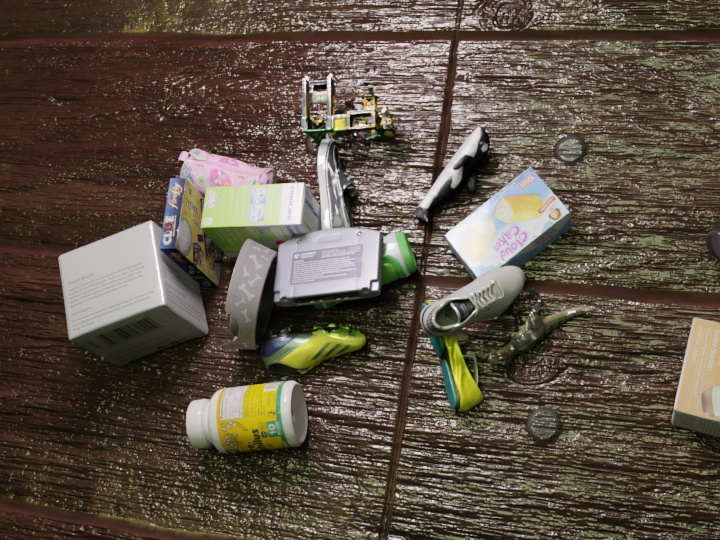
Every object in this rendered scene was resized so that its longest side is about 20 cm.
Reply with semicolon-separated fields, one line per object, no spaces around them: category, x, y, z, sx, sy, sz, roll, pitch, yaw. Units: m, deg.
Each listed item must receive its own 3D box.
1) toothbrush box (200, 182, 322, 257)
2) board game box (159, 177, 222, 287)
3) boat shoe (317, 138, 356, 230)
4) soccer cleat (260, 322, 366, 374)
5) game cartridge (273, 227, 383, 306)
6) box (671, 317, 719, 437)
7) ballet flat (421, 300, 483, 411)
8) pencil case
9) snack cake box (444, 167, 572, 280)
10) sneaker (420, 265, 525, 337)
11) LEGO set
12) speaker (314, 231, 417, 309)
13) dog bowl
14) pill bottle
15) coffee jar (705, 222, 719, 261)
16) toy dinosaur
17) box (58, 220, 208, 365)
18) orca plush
toothbrush box;-0.178;-0.091;1.794;0.195;0.146;0.088;-2;68;14
board game box;-0.308;-0.066;1.792;0.034;0.200;0.139;-1;69;15
boat shoe;-0.040;-0.155;1.820;0.066;0.072;0.205;-8;70;15
soccer cleat;-0.084;0.143;1.736;0.195;0.065;0.086;-3;98;10
game cartridge;-0.054;-0.009;1.693;0.196;0.041;0.136;-6;62;18
box;0.597;0.180;1.491;0.196;0.107;0.155;12;73;20
ballet flat;0.162;0.143;1.661;0.066;0.067;0.204;-12;68;-12
pencil case;-0.262;-0.180;1.886;0.196;0.088;0.089;17;75;20
snack cake box;0.262;-0.070;1.704;0.199;0.067;0.116;-38;64;0
sneaker;0.195;0.053;1.609;0.197;0.081;0.077;-30;85;-9
LEGO set;-0.027;-0.316;1.833;0.196;0.153;0.119;-2;86;23
speaker;0.000;0.000;1.741;0.196;0.089;0.090;-22;65;7
dog bowl;-0.194;0.048;1.725;0.057;0.201;0.204;12;73;4
pill bottle;-0.199;0.260;1.685;0.195;0.113;0.115;-8;68;12
coffee jar;0.671;-0.072;1.577;0.198;0.085;0.105;-35;64;1
toy dinosaur;0.292;0.087;1.650;0.198;0.048;0.089;-31;71;0
box;-0.417;0.047;1.781;0.195;0.200;0.175;-19;67;8
orca plush;0.183;-0.161;1.761;0.071;0.105;0.202;37;78;-7
